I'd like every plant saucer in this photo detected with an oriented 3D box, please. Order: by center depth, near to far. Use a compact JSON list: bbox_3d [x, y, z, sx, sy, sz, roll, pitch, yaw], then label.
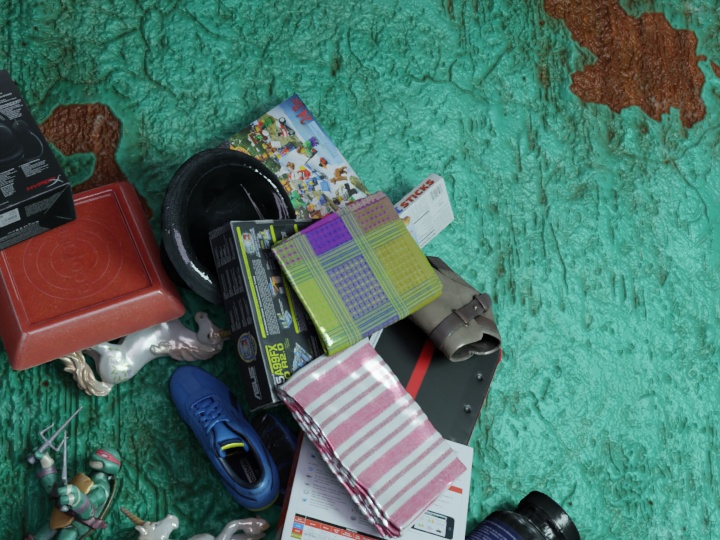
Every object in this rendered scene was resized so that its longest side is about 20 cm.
[{"bbox_3d":[-0.322,-0.008,1.257,0.198,0.037,0.201,-19,62,-18],"label":"plant saucer"}]

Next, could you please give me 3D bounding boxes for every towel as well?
[{"bbox_3d":[0.017,0.169,1.194,0.201,0.030,0.146,53,43,4],"label":"towel"},{"bbox_3d":[0.000,0.000,1.262,0.199,0.023,0.145,-28,86,-41],"label":"towel"}]

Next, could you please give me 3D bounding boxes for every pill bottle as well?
[{"bbox_3d":[0.161,0.354,1.313,0.199,0.112,0.112,-37,89,-21],"label":"pill bottle"}]

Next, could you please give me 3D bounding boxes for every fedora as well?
[{"bbox_3d":[-0.166,-0.041,1.288,0.199,0.091,0.203,20,60,-39],"label":"fedora"}]

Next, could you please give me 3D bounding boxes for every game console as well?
[{"bbox_3d":[0.075,0.123,1.364,0.176,0.031,0.201,29,53,-3],"label":"game console"}]

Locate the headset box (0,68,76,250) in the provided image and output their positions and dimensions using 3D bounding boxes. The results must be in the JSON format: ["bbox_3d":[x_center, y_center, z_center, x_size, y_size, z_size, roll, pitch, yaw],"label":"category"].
[{"bbox_3d":[-0.427,-0.123,1.246,0.148,0.078,0.201,-26,65,-21],"label":"headset box"}]

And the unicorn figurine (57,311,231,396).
[{"bbox_3d":[-0.247,0.072,1.287,0.199,0.074,0.138,-37,90,-5],"label":"unicorn figurine"}]

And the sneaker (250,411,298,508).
[{"bbox_3d":[-0.064,0.250,1.298,0.075,0.078,0.201,-41,75,20],"label":"sneaker"}]

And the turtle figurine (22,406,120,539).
[{"bbox_3d":[-0.313,0.248,1.187,0.100,0.149,0.201,34,72,-23],"label":"turtle figurine"}]

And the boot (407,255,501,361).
[{"bbox_3d":[0.077,0.045,1.339,0.198,0.071,0.147,-5,49,-36],"label":"boot"}]

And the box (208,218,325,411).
[{"bbox_3d":[-0.074,0.044,1.242,0.159,0.044,0.202,-6,77,-46],"label":"box"}]

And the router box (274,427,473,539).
[{"bbox_3d":[0.018,0.253,1.222,0.198,0.049,0.181,18,48,-6],"label":"router box"}]

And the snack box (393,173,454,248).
[{"bbox_3d":[0.037,-0.034,1.394,0.200,0.072,0.024,-41,47,-21],"label":"snack box"}]

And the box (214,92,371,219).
[{"bbox_3d":[-0.076,-0.101,1.391,0.136,0.038,0.201,-37,89,-21],"label":"box"}]

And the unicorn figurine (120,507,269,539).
[{"bbox_3d":[-0.160,0.326,1.234,0.136,0.074,0.202,-22,86,-19],"label":"unicorn figurine"}]

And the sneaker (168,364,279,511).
[{"bbox_3d":[-0.154,0.176,1.254,0.066,0.079,0.201,-32,65,-12],"label":"sneaker"}]
